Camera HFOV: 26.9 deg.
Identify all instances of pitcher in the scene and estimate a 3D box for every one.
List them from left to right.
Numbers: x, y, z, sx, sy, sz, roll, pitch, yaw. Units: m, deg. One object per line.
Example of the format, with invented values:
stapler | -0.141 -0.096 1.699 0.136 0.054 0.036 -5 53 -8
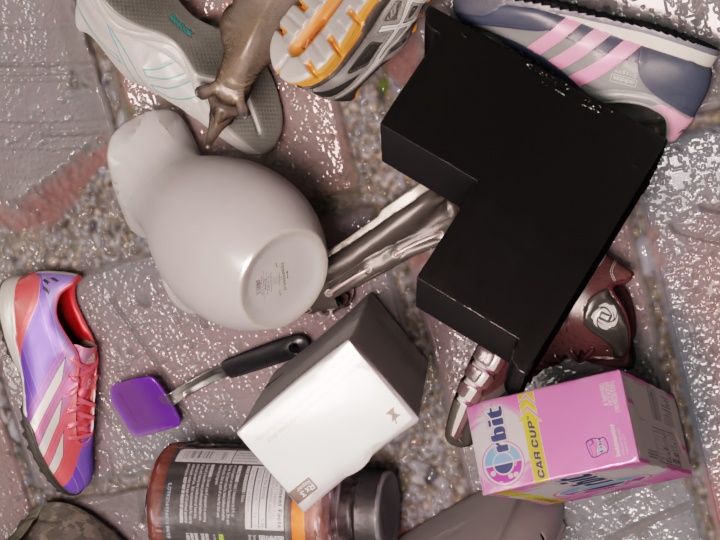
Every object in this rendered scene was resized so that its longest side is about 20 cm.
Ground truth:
pitcher | -0.111 -0.014 1.172 0.200 0.121 0.173 35 142 44

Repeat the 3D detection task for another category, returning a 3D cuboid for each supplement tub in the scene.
supplement tub | -0.070 0.197 1.248 0.198 0.107 0.108 0 105 17

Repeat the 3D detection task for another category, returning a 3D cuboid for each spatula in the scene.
spatula | -0.129 0.092 1.282 0.199 0.021 0.057 -23 109 19

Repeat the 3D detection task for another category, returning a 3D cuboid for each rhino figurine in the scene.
rhino figurine | -0.076 -0.184 1.127 0.059 0.087 0.201 26 91 -8

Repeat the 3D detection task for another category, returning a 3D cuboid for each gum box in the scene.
gum box | 0.168 0.128 1.111 0.113 0.200 0.067 -16 74 20

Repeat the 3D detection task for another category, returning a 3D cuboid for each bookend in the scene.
bookend | 0.083 -0.048 1.084 0.198 0.092 0.201 30 77 10

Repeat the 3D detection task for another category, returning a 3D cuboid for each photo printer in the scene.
photo printer | 0.070 0.246 1.167 0.166 0.200 0.070 -32 94 23

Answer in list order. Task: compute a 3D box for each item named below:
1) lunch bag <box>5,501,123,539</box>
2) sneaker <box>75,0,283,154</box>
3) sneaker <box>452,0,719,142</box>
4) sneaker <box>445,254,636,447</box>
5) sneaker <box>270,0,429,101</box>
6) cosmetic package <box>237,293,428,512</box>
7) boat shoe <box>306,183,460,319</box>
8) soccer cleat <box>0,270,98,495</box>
lunch bag | -0.262 0.305 1.291 0.139 0.200 0.168 -33 97 19
sneaker | -0.144 -0.166 1.199 0.200 0.071 0.080 44 147 -10
sneaker | 0.156 -0.152 1.101 0.199 0.070 0.083 18 107 14
sneaker | 0.148 0.070 1.164 0.115 0.076 0.201 26 110 6
sneaker | 0.020 -0.206 1.095 0.200 0.077 0.078 -45 56 7
cosmetic package | -0.015 0.095 1.141 0.113 0.200 0.081 -40 92 8
boat shoe | 0.000 0.000 1.194 0.200 0.067 0.057 -36 88 19
soccer cleat | -0.256 0.098 1.302 0.073 0.068 0.202 -10 99 15
